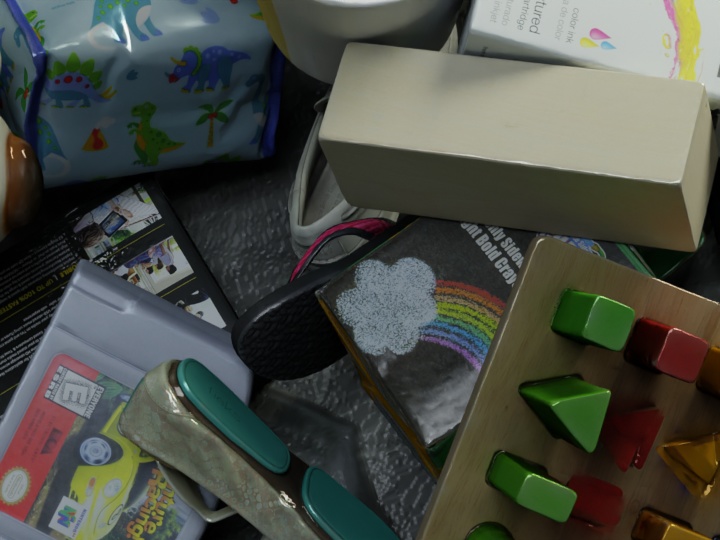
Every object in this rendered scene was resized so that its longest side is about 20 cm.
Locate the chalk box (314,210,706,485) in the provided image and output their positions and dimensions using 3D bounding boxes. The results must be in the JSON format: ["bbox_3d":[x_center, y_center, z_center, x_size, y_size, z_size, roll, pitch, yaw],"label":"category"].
[{"bbox_3d":[0.098,0.024,1.506,0.199,0.124,0.125,-34,60,-5],"label":"chalk box"}]

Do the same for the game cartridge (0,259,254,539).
[{"bbox_3d":[-0.144,0.112,1.528,0.133,0.041,0.201,26,87,-7],"label":"game cartridge"}]

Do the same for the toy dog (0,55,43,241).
[{"bbox_3d":[-0.263,-0.087,1.534,0.139,0.194,0.200,-19,52,-13],"label":"toy dog"}]

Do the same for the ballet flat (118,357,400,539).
[{"bbox_3d":[-0.051,0.129,1.500,0.200,0.067,0.062,44,112,-7],"label":"ballet flat"}]

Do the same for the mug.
[{"bbox_3d":[-0.011,-0.191,1.511,0.149,0.153,0.187,-35,71,-13],"label":"mug"}]

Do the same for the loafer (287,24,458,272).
[{"bbox_3d":[0.008,-0.091,1.613,0.070,0.070,0.201,6,65,25],"label":"loafer"}]

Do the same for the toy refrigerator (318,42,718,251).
[{"bbox_3d":[0.086,-0.069,1.444,0.199,0.076,0.070,7,64,19],"label":"toy refrigerator"}]

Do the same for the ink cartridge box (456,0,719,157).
[{"bbox_3d":[0.164,-0.155,1.474,0.199,0.083,0.147,14,72,-1],"label":"ink cartridge box"}]

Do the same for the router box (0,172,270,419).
[{"bbox_3d":[-0.174,0.051,1.600,0.199,0.051,0.150,-31,62,-3],"label":"router box"}]

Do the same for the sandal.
[{"bbox_3d":[0.000,0.000,1.550,0.199,0.075,0.045,-31,56,-30],"label":"sandal"}]

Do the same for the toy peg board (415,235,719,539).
[{"bbox_3d":[0.152,0.111,1.385,0.198,0.098,0.201,21,90,-7],"label":"toy peg board"}]

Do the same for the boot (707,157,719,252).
[{"bbox_3d":[0.271,-0.087,1.541,0.199,0.076,0.169,-24,64,9],"label":"boot"}]

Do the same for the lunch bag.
[{"bbox_3d":[-0.153,-0.156,1.633,0.169,0.128,0.200,-7,40,-23],"label":"lunch bag"}]
